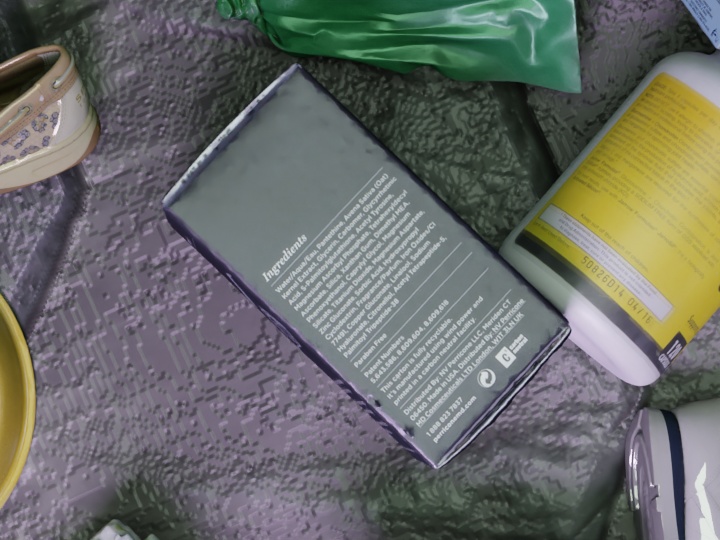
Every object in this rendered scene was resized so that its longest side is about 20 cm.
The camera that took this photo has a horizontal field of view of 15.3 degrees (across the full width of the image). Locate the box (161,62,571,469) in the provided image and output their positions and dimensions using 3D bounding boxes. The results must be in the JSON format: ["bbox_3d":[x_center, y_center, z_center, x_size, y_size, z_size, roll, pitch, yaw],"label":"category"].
[{"bbox_3d":[0.000,0.000,1.411,0.200,0.148,0.104,44,87,-1],"label":"box"}]

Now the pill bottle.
[{"bbox_3d":[0.175,-0.045,1.437,0.112,0.112,0.200,41,87,-1],"label":"pill bottle"}]

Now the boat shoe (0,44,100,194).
[{"bbox_3d":[-0.240,-0.064,1.433,0.199,0.063,0.073,-26,48,-10],"label":"boat shoe"}]

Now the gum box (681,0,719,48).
[{"bbox_3d":[0.279,-0.196,1.346,0.169,0.200,0.045,-1,46,-35],"label":"gum box"}]

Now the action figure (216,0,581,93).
[{"bbox_3d":[0.018,-0.152,1.456,0.199,0.055,0.119,-1,113,9],"label":"action figure"}]

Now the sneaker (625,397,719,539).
[{"bbox_3d":[0.196,0.170,1.455,0.080,0.076,0.201,-4,90,-12],"label":"sneaker"}]

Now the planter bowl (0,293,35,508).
[{"bbox_3d":[-0.277,0.070,1.429,0.199,0.083,0.201,0,88,-2],"label":"planter bowl"}]

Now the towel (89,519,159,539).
[{"bbox_3d":[-0.133,0.257,1.420,0.171,0.048,0.200,-38,74,6],"label":"towel"}]
